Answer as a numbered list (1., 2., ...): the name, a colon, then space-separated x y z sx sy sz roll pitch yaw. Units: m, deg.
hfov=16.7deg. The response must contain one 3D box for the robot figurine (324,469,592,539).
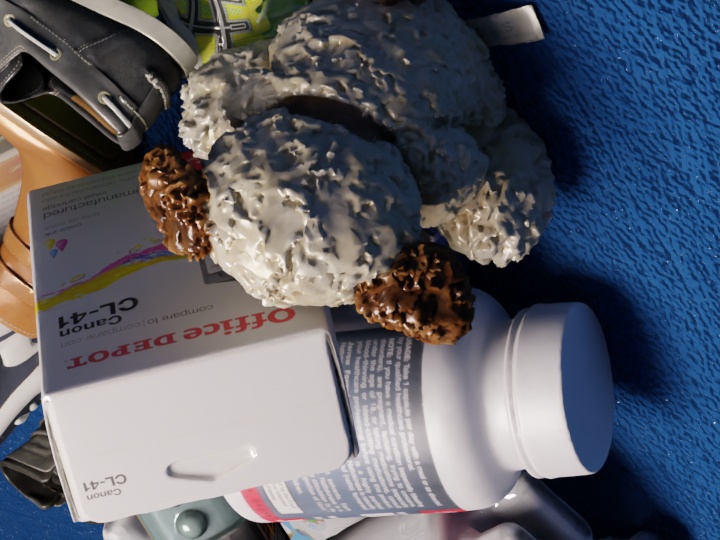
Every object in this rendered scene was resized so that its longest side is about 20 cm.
1. robot figurine: 0.038 0.185 1.390 0.200 0.170 0.113 -33 113 35

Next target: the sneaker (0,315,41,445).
1. sneaker: -0.213 0.064 1.532 0.130 0.199 0.080 -51 59 26

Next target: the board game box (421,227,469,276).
1. board game box: 0.000 0.000 1.408 0.135 0.035 0.200 34 149 25

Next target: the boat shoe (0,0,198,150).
1. boat shoe: -0.183 -0.124 1.276 0.199 0.068 0.072 25 171 22

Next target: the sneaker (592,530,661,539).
1. sneaker: 0.120 0.190 1.439 0.086 0.078 0.200 47 152 9

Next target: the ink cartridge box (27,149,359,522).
1. ink cartridge box: -0.089 0.024 1.249 0.200 0.147 0.086 -107 3 -58

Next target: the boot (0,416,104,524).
1. boot: -0.209 0.100 1.723 0.200 0.131 0.068 19 141 43

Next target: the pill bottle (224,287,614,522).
1. pill bottle: 0.027 0.071 1.312 0.199 0.120 0.120 -6 127 23

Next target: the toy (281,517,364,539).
1. toy: -0.007 0.153 1.523 0.200 0.047 0.115 42 151 -28

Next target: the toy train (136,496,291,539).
1. toy train: -0.101 0.107 1.380 0.200 0.085 0.114 61 -173 -19

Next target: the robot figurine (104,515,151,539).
1. robot figurine: -0.079 0.194 1.634 0.169 0.113 0.200 -23 131 39

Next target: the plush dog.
1. plush dog: -0.008 -0.053 1.165 0.199 0.172 0.161 19 143 7

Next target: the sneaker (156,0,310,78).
1. sneaker: -0.068 -0.155 1.269 0.076 0.075 0.200 -13 120 51

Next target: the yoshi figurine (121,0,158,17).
1. yoshi figurine: -0.171 -0.193 1.373 0.112 0.112 0.200 -48 65 22

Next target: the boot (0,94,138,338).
1. boot: -0.179 -0.032 1.400 0.200 0.074 0.155 35 126 -23

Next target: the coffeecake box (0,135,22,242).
1. coffeecake box: -0.224 -0.029 1.547 0.073 0.153 0.200 50 157 33
